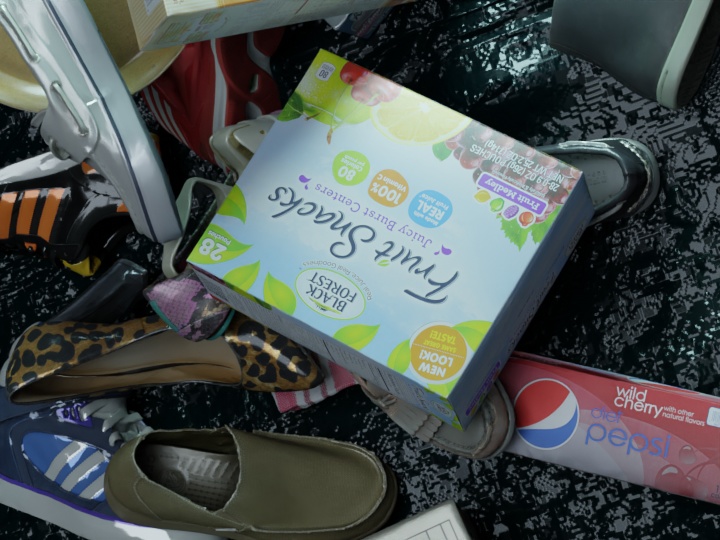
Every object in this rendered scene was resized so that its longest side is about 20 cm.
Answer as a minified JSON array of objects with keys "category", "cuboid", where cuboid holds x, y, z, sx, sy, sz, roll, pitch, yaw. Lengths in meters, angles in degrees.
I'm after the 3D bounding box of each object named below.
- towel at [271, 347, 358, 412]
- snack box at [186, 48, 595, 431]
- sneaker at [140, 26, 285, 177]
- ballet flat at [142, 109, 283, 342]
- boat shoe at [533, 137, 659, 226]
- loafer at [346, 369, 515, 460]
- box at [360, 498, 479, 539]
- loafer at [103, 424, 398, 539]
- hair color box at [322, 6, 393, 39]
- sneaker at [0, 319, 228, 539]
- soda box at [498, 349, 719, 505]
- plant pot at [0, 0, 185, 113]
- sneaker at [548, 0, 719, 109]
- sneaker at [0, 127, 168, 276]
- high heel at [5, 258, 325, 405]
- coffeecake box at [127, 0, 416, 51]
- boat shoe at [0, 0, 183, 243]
[{"category":"towel","cuboid":[0.000,0.000,1.622,0.199,0.030,0.148,-24,77,36]},{"category":"snack box","cuboid":[0.020,-0.021,1.515,0.199,0.068,0.169,27,76,24]},{"category":"sneaker","cuboid":[-0.112,-0.166,1.645,0.115,0.078,0.202,25,123,32]},{"category":"ballet flat","cuboid":[-0.082,-0.049,1.603,0.069,0.071,0.201,-8,48,56]},{"category":"boat shoe","cuboid":[0.096,-0.045,1.594,0.198,0.060,0.075,-8,89,22]},{"category":"loafer","cuboid":[0.013,0.052,1.554,0.200,0.063,0.072,44,115,29]},{"category":"box","cuboid":[0.001,0.248,1.565,0.199,0.109,0.129,-25,80,2]},{"category":"loafer","cuboid":[-0.072,0.144,1.614,0.198,0.068,0.077,1,70,-5]},{"category":"hair color box","cuboid":[-0.042,-0.261,1.660,0.200,0.060,0.100,45,104,18]},{"category":"sneaker","cuboid":[-0.171,0.107,1.684,0.199,0.080,0.148,14,97,27]},{"category":"soda box","cuboid":[0.157,0.098,1.557,0.198,0.070,0.064,13,93,22]},{"category":"plant pot","cuboid":[-0.197,-0.203,1.574,0.198,0.027,0.202,-1,100,-6]},{"category":"sneaker","cuboid":[0.195,-0.215,1.553,0.106,0.075,0.201,25,98,19]},{"category":"sneaker","cuboid":[-0.223,-0.032,1.717,0.199,0.070,0.091,-21,77,18]},{"category":"high heel","cuboid":[-0.134,0.072,1.616,0.199,0.143,0.072,21,137,30]},{"category":"coffeecake box","cuboid":[-0.059,-0.238,1.534,0.198,0.073,0.155,-13,82,-23]},{"category":"boat shoe","cuboid":[-0.178,-0.102,1.543,0.065,0.072,0.201,-26,100,-1]}]
